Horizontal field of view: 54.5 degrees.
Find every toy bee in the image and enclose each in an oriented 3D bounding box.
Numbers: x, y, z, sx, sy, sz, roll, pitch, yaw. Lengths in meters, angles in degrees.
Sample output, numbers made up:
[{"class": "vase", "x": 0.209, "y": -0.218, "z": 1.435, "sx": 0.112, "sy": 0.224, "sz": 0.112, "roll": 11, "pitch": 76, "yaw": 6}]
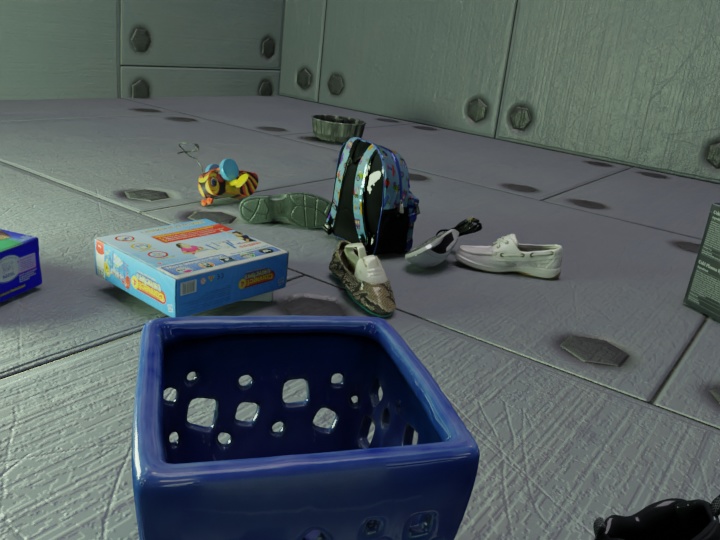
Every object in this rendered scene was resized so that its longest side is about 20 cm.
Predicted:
[{"class": "toy bee", "x": -0.310, "y": -0.184, "z": 1.507, "sx": 0.197, "sy": 0.111, "sz": 0.130, "roll": 11, "pitch": -16, "yaw": -28}]

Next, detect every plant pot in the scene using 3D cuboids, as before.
[{"class": "plant pot", "x": -0.053, "y": 0.151, "z": 0.482, "sx": 0.197, "sy": 0.183, "sz": 0.200, "roll": 1, "pitch": 21, "yaw": -17}]

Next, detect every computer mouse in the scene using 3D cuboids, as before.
[{"class": "computer mouse", "x": 0.148, "y": -0.043, "z": 1.290, "sx": 0.109, "sy": 0.044, "sz": 0.199, "roll": -22, "pitch": 6, "yaw": 39}]

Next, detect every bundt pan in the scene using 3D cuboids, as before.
[{"class": "bundt pan", "x": -0.080, "y": -0.499, "z": 2.477, "sx": 0.198, "sy": 0.077, "sz": 0.202, "roll": 6, "pitch": 19, "yaw": -2}]

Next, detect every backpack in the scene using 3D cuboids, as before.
[{"class": "backpack", "x": 0.026, "y": -0.145, "z": 1.321, "sx": 0.133, "sy": 0.203, "sz": 0.182, "roll": -6, "pitch": 22, "yaw": -32}]

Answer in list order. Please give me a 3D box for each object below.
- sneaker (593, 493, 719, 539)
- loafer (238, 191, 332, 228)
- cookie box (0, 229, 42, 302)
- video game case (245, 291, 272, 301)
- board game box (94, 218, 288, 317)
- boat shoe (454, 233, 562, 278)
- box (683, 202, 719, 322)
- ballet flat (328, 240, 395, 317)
[{"class": "sneaker", "x": 0.249, "y": 0.210, "z": 0.477, "sx": 0.196, "sy": 0.142, "sz": 0.078, "roll": 5, "pitch": 19, "yaw": -3}, {"class": "loafer", "x": -0.145, "y": -0.128, "z": 1.418, "sx": 0.196, "sy": 0.073, "sz": 0.063, "roll": 3, "pitch": 13, "yaw": -4}, {"class": "cookie box", "x": -0.559, "y": -0.008, "z": 0.918, "sx": 0.197, "sy": 0.076, "sz": 0.171, "roll": 11, "pitch": 20, "yaw": 15}, {"class": "video game case", "x": -0.238, "y": 0.001, "z": 1.086, "sx": 0.197, "sy": 0.023, "sz": 0.182, "roll": 3, "pitch": 20, "yaw": -11}, {"class": "board game box", "x": -0.240, "y": -0.010, "z": 1.000, "sx": 0.194, "sy": 0.057, "sz": 0.199, "roll": 21, "pitch": 24, "yaw": 36}, {"class": "boat shoe", "x": 0.275, "y": -0.036, "z": 1.294, "sx": 0.196, "sy": 0.070, "sz": 0.071, "roll": 6, "pitch": 22, "yaw": 1}, {"class": "box", "x": 0.685, "y": -0.013, "z": 1.198, "sx": 0.197, "sy": 0.185, "sz": 0.104, "roll": -2, "pitch": 21, "yaw": -22}, {"class": "ballet flat", "x": 0.000, "y": 0.000, "z": 1.089, "sx": 0.067, "sy": 0.076, "sz": 0.200, "roll": 0, "pitch": 21, "yaw": -23}]
